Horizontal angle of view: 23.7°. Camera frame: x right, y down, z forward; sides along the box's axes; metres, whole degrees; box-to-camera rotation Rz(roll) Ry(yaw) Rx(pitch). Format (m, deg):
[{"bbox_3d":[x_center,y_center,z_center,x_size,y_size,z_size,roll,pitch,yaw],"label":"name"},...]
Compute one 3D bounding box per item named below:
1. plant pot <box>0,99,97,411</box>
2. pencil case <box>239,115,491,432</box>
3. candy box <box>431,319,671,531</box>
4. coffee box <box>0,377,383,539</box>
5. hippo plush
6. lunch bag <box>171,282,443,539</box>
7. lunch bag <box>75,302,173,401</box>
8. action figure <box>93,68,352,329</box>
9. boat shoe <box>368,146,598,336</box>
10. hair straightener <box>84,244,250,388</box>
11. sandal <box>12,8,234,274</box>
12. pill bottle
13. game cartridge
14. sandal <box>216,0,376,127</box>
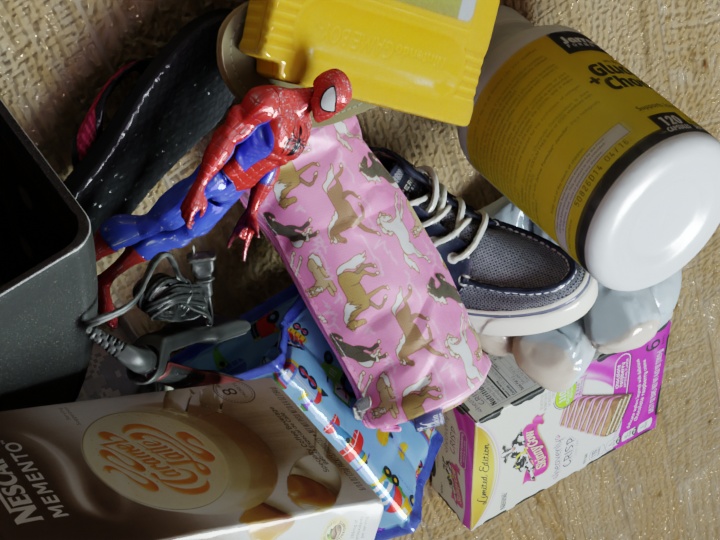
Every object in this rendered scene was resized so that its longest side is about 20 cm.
[{"bbox_3d":[-0.246,0.014,0.859,0.199,0.200,0.178,-32,151,-14],"label":"plant pot"},{"bbox_3d":[0.000,0.000,1.038,0.082,0.201,0.086,-24,-172,38],"label":"pencil case"},{"bbox_3d":[0.155,0.109,1.398,0.199,0.061,0.137,-25,139,-22],"label":"candy box"},{"bbox_3d":[-0.105,0.124,0.832,0.199,0.114,0.080,-5,124,-38],"label":"coffee box"},{"bbox_3d":[0.155,-0.017,1.251,0.160,0.158,0.202,-3,84,-63],"label":"hippo plush"},{"bbox_3d":[-0.073,0.118,1.118,0.199,0.094,0.151,-26,115,31],"label":"lunch bag"},{"bbox_3d":[-0.168,0.116,1.003,0.117,0.200,0.165,-19,135,-27],"label":"lunch bag"},{"bbox_3d":[-0.081,-0.041,0.938,0.200,0.052,0.065,-42,152,14],"label":"action figure"},{"bbox_3d":[0.050,-0.022,1.088,0.075,0.199,0.093,-61,147,-36],"label":"boat shoe"},{"bbox_3d":[-0.100,0.024,0.907,0.200,0.041,0.078,21,71,-74],"label":"hair straightener"},{"bbox_3d":[-0.136,-0.075,0.975,0.200,0.045,0.075,-51,151,-5],"label":"sandal"},{"bbox_3d":[0.131,-0.085,1.085,0.111,0.200,0.113,-24,138,-24],"label":"pill bottle"},{"bbox_3d":[0.021,-0.193,0.966,0.175,0.032,0.202,8,95,-45],"label":"game cartridge"},{"bbox_3d":[-0.022,-0.130,1.014,0.211,0.069,0.078,-11,108,-43],"label":"sandal"}]
